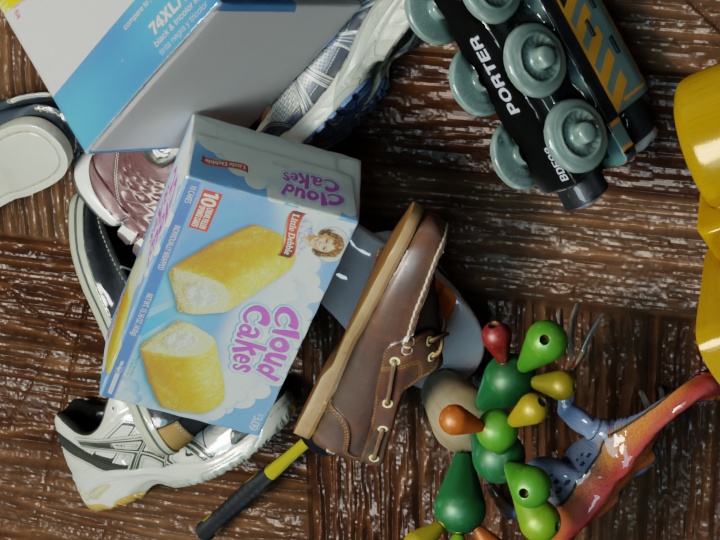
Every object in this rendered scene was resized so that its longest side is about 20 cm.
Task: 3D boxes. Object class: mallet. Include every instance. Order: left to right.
[{"bbox_3d":[-0.054,0.136,1.611,0.041,0.066,0.200,48,135,1],"label":"mallet"}]

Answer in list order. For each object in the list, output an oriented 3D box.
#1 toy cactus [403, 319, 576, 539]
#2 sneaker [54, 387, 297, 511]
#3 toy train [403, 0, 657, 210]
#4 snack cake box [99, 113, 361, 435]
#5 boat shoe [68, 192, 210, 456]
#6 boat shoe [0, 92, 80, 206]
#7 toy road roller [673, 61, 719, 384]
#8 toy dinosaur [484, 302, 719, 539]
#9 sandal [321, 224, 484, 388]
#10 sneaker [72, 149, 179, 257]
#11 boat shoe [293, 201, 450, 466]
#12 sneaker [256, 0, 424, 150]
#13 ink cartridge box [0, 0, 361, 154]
[{"bbox_3d":[0.072,0.114,1.438,0.102,0.165,0.201,2,110,-20],"label":"toy cactus"},{"bbox_3d":[-0.140,0.109,1.609,0.199,0.076,0.088,-21,101,28],"label":"sneaker"},{"bbox_3d":[0.111,-0.140,1.380,0.085,0.114,0.201,-16,108,56],"label":"toy train"},{"bbox_3d":[-0.086,0.006,1.443,0.114,0.067,0.201,15,129,-12],"label":"snack cake box"},{"bbox_3d":[-0.150,0.030,1.568,0.062,0.075,0.201,-26,73,10],"label":"boat shoe"},{"bbox_3d":[-0.274,-0.083,1.596,0.199,0.062,0.075,-21,117,37],"label":"boat shoe"},{"bbox_3d":[0.247,-0.041,1.314,0.122,0.201,0.146,-22,123,29],"label":"toy road roller"},{"bbox_3d":[0.170,0.127,1.445,0.181,0.104,0.201,-22,65,57],"label":"toy dinosaur"},{"bbox_3d":[0.005,-0.005,1.506,0.206,0.059,0.079,40,121,-12],"label":"sandal"},{"bbox_3d":[-0.100,-0.040,1.535,0.200,0.076,0.116,43,117,3],"label":"sneaker"},{"bbox_3d":[0.022,0.044,1.456,0.070,0.071,0.201,26,128,1],"label":"boat shoe"},{"bbox_3d":[-0.019,-0.147,1.466,0.085,0.077,0.200,47,114,11],"label":"sneaker"},{"bbox_3d":[-0.134,-0.198,1.410,0.146,0.146,0.201,-43,70,31],"label":"ink cartridge box"}]
